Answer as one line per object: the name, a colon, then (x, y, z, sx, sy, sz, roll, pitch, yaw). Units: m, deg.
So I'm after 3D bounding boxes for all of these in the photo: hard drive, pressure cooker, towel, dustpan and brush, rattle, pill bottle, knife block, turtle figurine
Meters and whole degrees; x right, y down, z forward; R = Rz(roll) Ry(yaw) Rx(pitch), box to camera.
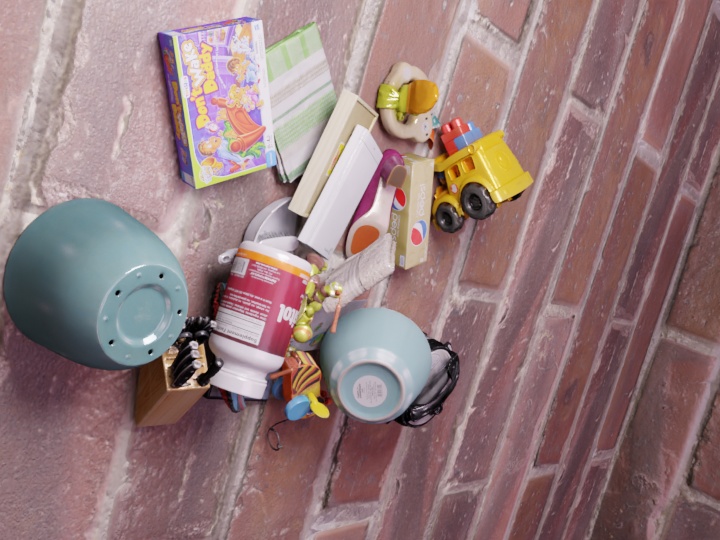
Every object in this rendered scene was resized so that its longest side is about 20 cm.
hard drive: (-0.030, -0.122, 1.240, 0.203, 0.026, 0.132, -62, 165, -3)
pressure cooker: (0.087, 0.198, 1.455, 0.177, 0.198, 0.179, 19, 94, -51)
towel: (-0.097, -0.256, 1.171, 0.149, 0.030, 0.203, -42, 132, -34)
dustpan and brush: (-0.153, -0.037, 1.172, 0.198, 0.057, 0.143, -12, 116, -47)
rattle: (0.129, -0.275, 1.345, 0.200, 0.141, 0.132, 43, 55, -43)
pill bottle: (-0.148, 0.071, 1.079, 0.112, 0.111, 0.204, 25, 81, -52)
knife block: (-0.248, 0.153, 1.046, 0.063, 0.175, 0.204, 2, 107, -33)
turtle figurine: (-0.095, 0.060, 1.163, 0.064, 0.163, 0.201, 23, 126, -22)
towel: (0.000, 0.000, 1.258, 0.131, 0.200, 0.035, -35, 101, 11)

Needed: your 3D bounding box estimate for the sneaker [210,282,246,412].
sneaker: (-0.174, 0.119, 1.166, 0.094, 0.079, 0.205, -5, 103, -24)

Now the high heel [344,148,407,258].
high heel: (0.024, -0.118, 1.365, 0.067, 0.097, 0.202, 25, 110, -22)

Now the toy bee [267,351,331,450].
toy bee: (-0.099, 0.209, 1.312, 0.107, 0.133, 0.201, -13, 156, -32)

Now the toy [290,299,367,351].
toy: (-0.073, 0.084, 1.317, 0.116, 0.047, 0.199, -51, 164, 16)

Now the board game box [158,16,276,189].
board game box: (-0.190, -0.228, 1.038, 0.133, 0.044, 0.204, -23, 123, -32)

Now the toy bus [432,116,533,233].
toy bus: (0.201, -0.191, 1.468, 0.135, 0.199, 0.194, -31, 93, -38)

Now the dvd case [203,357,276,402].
dvd case: (-0.175, 0.116, 1.250, 0.142, 0.017, 0.204, 14, 95, -53)

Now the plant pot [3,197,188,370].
plant pot: (-0.306, 0.028, 0.938, 0.199, 0.159, 0.205, -24, 123, -42)

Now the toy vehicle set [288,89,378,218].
toy vehicle set: (-0.040, -0.176, 1.217, 0.203, 0.026, 0.124, -64, 164, 4)

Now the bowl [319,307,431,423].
bowl: (0.022, 0.175, 1.283, 0.105, 0.196, 0.205, -77, 170, -68)

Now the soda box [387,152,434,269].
soda box: (0.088, -0.112, 1.424, 0.067, 0.063, 0.204, -20, 121, -43)
